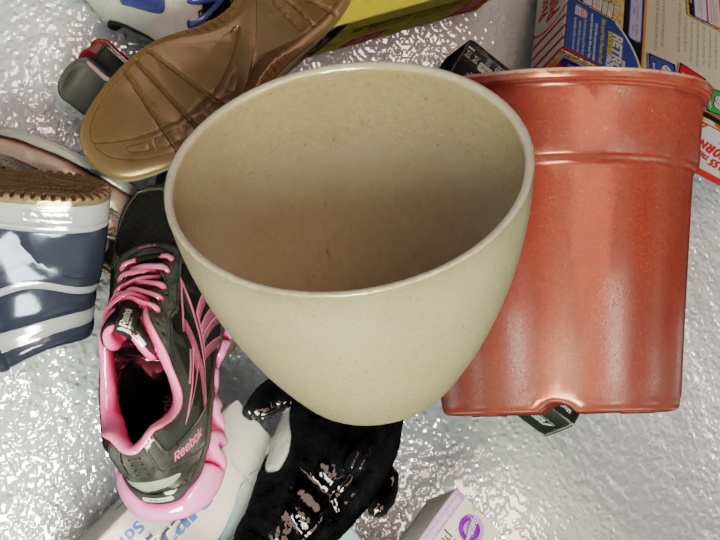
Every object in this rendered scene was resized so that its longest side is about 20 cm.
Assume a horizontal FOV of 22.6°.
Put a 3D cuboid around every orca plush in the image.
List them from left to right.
[{"bbox_3d":[-0.027,0.108,1.017,0.199,0.071,0.106,-35,90,-32],"label":"orca plush"}]

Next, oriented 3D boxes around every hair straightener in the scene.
[{"bbox_3d":[-0.111,-0.057,1.123,0.200,0.041,0.077,46,27,-8],"label":"hair straightener"}]

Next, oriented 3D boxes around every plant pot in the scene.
[{"bbox_3d":[0.121,-0.009,1.110,0.198,0.200,0.198,1,85,-25],"label":"plant pot"}]

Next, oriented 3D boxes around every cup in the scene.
[{"bbox_3d":[0.000,0.000,0.998,0.198,0.144,0.201,-4,40,4],"label":"cup"}]

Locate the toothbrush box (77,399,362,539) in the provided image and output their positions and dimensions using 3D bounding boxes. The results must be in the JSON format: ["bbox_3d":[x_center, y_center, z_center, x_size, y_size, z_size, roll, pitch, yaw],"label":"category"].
[{"bbox_3d":[-0.068,0.202,1.056,0.200,0.085,0.146,48,61,-6],"label":"toothbrush box"}]

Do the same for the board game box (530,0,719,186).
[{"bbox_3d":[0.220,-0.156,1.299,0.198,0.046,0.153,25,49,-17],"label":"board game box"}]

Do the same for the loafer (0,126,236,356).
[{"bbox_3d":[-0.147,-0.016,1.096,0.199,0.072,0.063,30,72,-18],"label":"loafer"}]

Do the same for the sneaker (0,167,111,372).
[{"bbox_3d":[-0.244,-0.005,1.043,0.197,0.070,0.110,5,111,2],"label":"sneaker"}]

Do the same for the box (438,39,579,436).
[{"bbox_3d":[0.100,-0.023,1.227,0.199,0.047,0.194,36,66,-13],"label":"box"}]

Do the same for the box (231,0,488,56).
[{"bbox_3d":[0.007,-0.187,1.216,0.198,0.075,0.051,-20,86,-30],"label":"box"}]

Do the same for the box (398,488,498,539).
[{"bbox_3d":[0.007,0.211,1.018,0.039,0.041,0.200,45,59,-8],"label":"box"}]

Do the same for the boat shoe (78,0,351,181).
[{"bbox_3d":[-0.087,-0.117,1.090,0.072,0.072,0.200,45,71,3],"label":"boat shoe"}]

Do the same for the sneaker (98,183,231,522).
[{"bbox_3d":[-0.114,0.032,0.998,0.078,0.096,0.202,-11,61,12],"label":"sneaker"}]

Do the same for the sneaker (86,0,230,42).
[{"bbox_3d":[-0.105,-0.207,1.119,0.116,0.198,0.081,52,35,-16],"label":"sneaker"}]
